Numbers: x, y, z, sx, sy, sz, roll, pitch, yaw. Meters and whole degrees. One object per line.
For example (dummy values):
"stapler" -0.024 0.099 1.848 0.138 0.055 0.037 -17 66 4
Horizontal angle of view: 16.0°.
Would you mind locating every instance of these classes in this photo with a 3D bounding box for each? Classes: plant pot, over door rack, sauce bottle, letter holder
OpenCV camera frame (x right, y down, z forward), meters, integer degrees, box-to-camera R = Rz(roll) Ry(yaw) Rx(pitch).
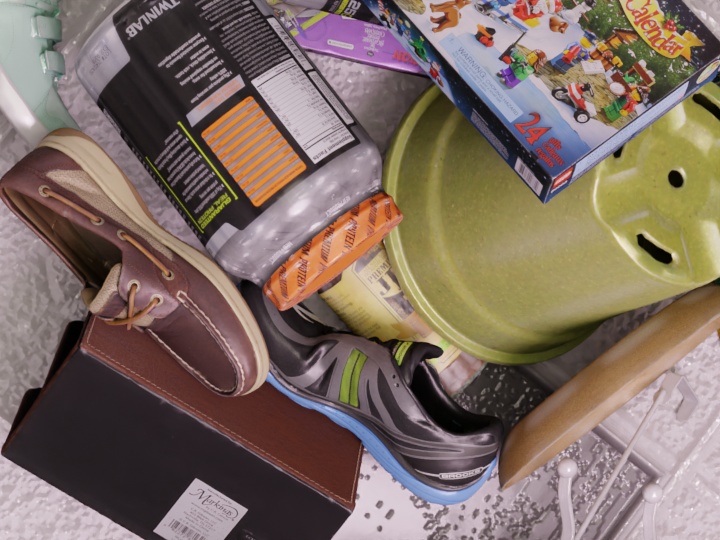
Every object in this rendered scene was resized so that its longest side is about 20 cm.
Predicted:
"plant pot" 0.143 -0.047 1.583 0.200 0.184 0.201 4 82 -31
"over door rack" 0.206 0.141 1.620 0.200 0.148 0.067 -47 133 -30
"sauce bottle" 0.000 0.000 1.647 0.065 0.065 0.200 -45 100 -7
"letter holder" -0.106 0.096 1.622 0.200 0.142 0.101 32 118 -12
"plant pot" 0.161 0.069 1.622 0.200 0.200 0.028 -36 82 -8

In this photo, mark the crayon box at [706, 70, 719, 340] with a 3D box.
"crayon box" 0.251 -0.030 1.667 0.051 0.126 0.200 -21 97 -11

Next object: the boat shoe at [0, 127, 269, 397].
"boat shoe" -0.140 0.007 1.539 0.200 0.072 0.072 50 48 -3

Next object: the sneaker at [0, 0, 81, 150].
"sneaker" -0.190 -0.160 1.594 0.118 0.074 0.201 -29 95 -3

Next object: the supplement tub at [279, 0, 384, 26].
"supplement tub" 0.042 -0.208 1.591 0.200 0.123 0.123 13 90 -11

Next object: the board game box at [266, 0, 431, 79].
"board game box" -0.003 -0.196 1.658 0.200 0.032 0.120 12 87 -12

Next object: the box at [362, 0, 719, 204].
"box" 0.095 -0.155 1.485 0.136 0.038 0.200 -37 75 -17

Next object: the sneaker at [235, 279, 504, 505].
"sneaker" 0.007 0.063 1.611 0.199 0.071 0.083 37 118 3

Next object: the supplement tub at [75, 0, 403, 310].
"supplement tub" -0.071 -0.082 1.553 0.122 0.123 0.200 -36 86 -8
